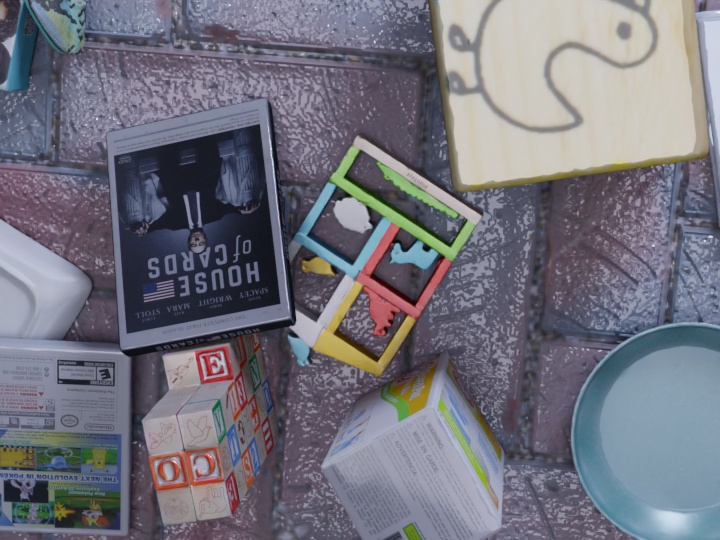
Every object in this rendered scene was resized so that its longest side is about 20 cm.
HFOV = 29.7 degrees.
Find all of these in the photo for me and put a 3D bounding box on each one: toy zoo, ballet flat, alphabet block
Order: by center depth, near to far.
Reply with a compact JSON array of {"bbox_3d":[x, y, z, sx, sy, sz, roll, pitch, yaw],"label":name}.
[{"bbox_3d":[0.154,-0.181,1.046,0.193,0.196,0.202,-8,99,10],"label":"alphabet block"},{"bbox_3d":[-0.269,-0.282,1.139,0.074,0.074,0.201,-26,98,11],"label":"ballet flat"},{"bbox_3d":[0.000,0.000,1.185,0.131,0.020,0.201,32,103,0],"label":"toy zoo"}]

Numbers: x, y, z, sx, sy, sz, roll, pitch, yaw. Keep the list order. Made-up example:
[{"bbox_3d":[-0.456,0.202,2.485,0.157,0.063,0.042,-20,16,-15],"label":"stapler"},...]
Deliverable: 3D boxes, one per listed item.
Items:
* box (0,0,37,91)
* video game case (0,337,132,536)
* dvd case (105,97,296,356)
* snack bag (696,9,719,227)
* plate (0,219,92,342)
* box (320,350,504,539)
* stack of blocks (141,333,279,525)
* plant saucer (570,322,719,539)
[{"bbox_3d":[-0.382,-0.220,1.177,0.198,0.049,0.083,15,102,4],"label":"box"},{"bbox_3d":[-0.306,0.150,1.226,0.198,0.022,0.184,3,107,-3],"label":"video game case"},{"bbox_3d":[-0.137,-0.038,1.147,0.149,0.025,0.202,-11,69,8],"label":"dvd case"},{"bbox_3d":[0.383,-0.136,1.114,0.198,0.021,0.191,-10,100,9],"label":"snack bag"},{"bbox_3d":[-0.372,0.040,1.232,0.199,0.032,0.201,33,102,1],"label":"plate"},{"bbox_3d":[0.049,0.155,1.116,0.101,0.200,0.113,-29,94,10],"label":"box"},{"bbox_3d":[-0.123,0.118,1.130,0.058,0.200,0.116,-9,100,9],"label":"stack of blocks"},{"bbox_3d":[0.280,0.140,1.169,0.198,0.036,0.202,1,101,7],"label":"plant saucer"}]
